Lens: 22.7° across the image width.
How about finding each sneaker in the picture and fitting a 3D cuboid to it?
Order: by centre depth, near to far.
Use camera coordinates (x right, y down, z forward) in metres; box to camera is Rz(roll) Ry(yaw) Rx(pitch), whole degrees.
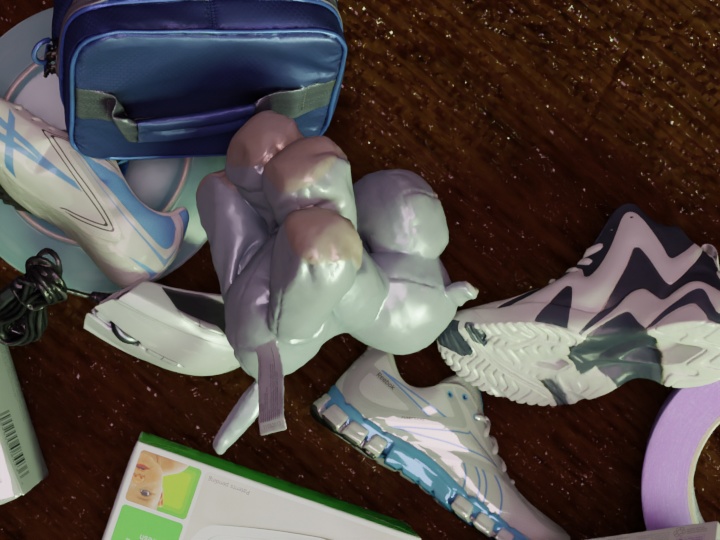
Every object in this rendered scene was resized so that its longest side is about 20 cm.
[{"bbox_3d":[-0.201,-0.068,1.182,0.200,0.072,0.073,39,66,0],"label":"sneaker"},{"bbox_3d":[0.155,0.016,1.210,0.197,0.130,0.080,-9,127,19],"label":"sneaker"},{"bbox_3d":[0.069,0.119,1.213,0.199,0.075,0.087,36,82,-2],"label":"sneaker"}]

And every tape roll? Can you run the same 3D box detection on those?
[{"bbox_3d":[0.289,0.144,1.202,0.198,0.066,0.202,1,94,10],"label":"tape roll"}]

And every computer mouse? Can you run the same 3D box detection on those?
[{"bbox_3d":[-0.139,0.037,1.168,0.199,0.110,0.044,12,62,-28],"label":"computer mouse"}]

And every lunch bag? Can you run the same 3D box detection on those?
[{"bbox_3d":[-0.110,-0.147,1.140,0.198,0.136,0.133,-5,57,-13],"label":"lunch bag"}]

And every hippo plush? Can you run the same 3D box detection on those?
[{"bbox_3d":[0.000,0.000,1.126,0.160,0.159,0.202,0,76,-30],"label":"hippo plush"}]

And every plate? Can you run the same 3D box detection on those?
[{"bbox_3d":[-0.182,-0.085,1.224,0.198,0.026,0.202,0,90,-2],"label":"plate"}]

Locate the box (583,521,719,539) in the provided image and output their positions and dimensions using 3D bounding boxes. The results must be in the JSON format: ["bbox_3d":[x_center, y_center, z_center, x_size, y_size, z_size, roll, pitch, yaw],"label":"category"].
[{"bbox_3d":[0.144,0.200,1.149,0.199,0.042,0.039,-15,126,30],"label":"box"}]

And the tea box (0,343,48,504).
[{"bbox_3d":[-0.330,0.075,1.161,0.195,0.134,0.202,-18,91,-2],"label":"tea box"}]

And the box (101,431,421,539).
[{"bbox_3d":[-0.083,0.224,1.192,0.198,0.097,0.178,20,86,-3],"label":"box"}]
